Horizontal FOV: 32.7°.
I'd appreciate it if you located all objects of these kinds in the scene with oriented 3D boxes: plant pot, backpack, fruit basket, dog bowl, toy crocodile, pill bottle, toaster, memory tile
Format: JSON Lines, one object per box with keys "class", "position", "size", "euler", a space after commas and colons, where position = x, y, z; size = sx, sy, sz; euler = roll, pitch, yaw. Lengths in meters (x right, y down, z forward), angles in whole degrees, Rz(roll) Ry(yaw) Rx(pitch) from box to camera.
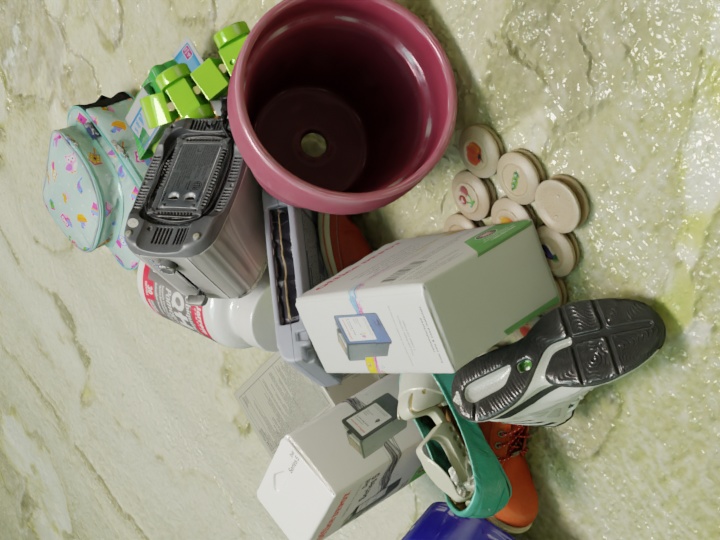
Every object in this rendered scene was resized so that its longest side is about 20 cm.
{"class": "plant pot", "position": [-0.032, -0.138, 1.140], "size": [0.200, 0.200, 0.179], "euler": [61, 162, 2]}
{"class": "backpack", "position": [-0.302, -0.102, 1.552], "size": [0.200, 0.153, 0.176], "euler": [43, 137, 17]}
{"class": "fruit basket", "position": [-0.188, -0.137, 1.408], "size": [0.185, 0.094, 0.200], "euler": [-41, 71, 54]}
{"class": "dog bowl", "position": [0.128, 0.334, 1.274], "size": [0.200, 0.079, 0.200], "euler": [35, 158, 16]}
{"class": "toy crocodile", "position": [-0.149, -0.205, 1.293], "size": [0.200, 0.062, 0.068], "euler": [-30, 90, 17]}
{"class": "pill bottle", "position": [-0.152, 0.024, 1.369], "size": [0.200, 0.111, 0.111], "euler": [19, 127, 44]}
{"class": "toaster", "position": [-0.152, -0.065, 1.259], "size": [0.113, 0.200, 0.129], "euler": [2, 149, 23]}
{"class": "memory tile", "position": [0.135, -0.025, 1.133], "size": [0.153, 0.017, 0.200], "euler": [38, 139, 32]}

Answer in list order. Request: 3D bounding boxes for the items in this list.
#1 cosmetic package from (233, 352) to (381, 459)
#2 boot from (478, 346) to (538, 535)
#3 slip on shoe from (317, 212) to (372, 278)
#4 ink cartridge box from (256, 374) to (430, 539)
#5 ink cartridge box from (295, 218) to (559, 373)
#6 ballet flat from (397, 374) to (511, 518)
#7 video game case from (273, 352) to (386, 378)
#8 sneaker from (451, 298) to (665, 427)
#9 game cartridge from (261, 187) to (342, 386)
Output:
{"class": "cosmetic package", "position": [-0.065, 0.140, 1.431], "size": [0.104, 0.073, 0.200], "euler": [58, 146, 8]}
{"class": "boot", "position": [0.138, 0.168, 1.217], "size": [0.107, 0.075, 0.200], "euler": [-23, 92, 51]}
{"class": "slip on shoe", "position": [0.000, 0.000, 1.300], "size": [0.061, 0.074, 0.200], "euler": [-12, 96, 16]}
{"class": "ink cartridge box", "position": [0.003, 0.192, 1.294], "size": [0.084, 0.200, 0.146], "euler": [49, 144, 19]}
{"class": "ink cartridge box", "position": [0.058, 0.026, 1.127], "size": [0.200, 0.145, 0.088], "euler": [-5, 111, 53]}
{"class": "ballet flat", "position": [0.076, 0.147, 1.178], "size": [0.067, 0.070, 0.200], "euler": [-40, 72, 44]}
{"class": "video game case", "position": [-0.045, 0.076, 1.443], "size": [0.200, 0.018, 0.143], "euler": [21, 129, 46]}
{"class": "sneaker", "position": [0.190, 0.085, 1.097], "size": [0.200, 0.115, 0.076], "euler": [-25, 66, 26]}
{"class": "game cartridge", "position": [-0.057, 0.013, 1.253], "size": [0.133, 0.041, 0.200], "euler": [42, -142, -64]}
